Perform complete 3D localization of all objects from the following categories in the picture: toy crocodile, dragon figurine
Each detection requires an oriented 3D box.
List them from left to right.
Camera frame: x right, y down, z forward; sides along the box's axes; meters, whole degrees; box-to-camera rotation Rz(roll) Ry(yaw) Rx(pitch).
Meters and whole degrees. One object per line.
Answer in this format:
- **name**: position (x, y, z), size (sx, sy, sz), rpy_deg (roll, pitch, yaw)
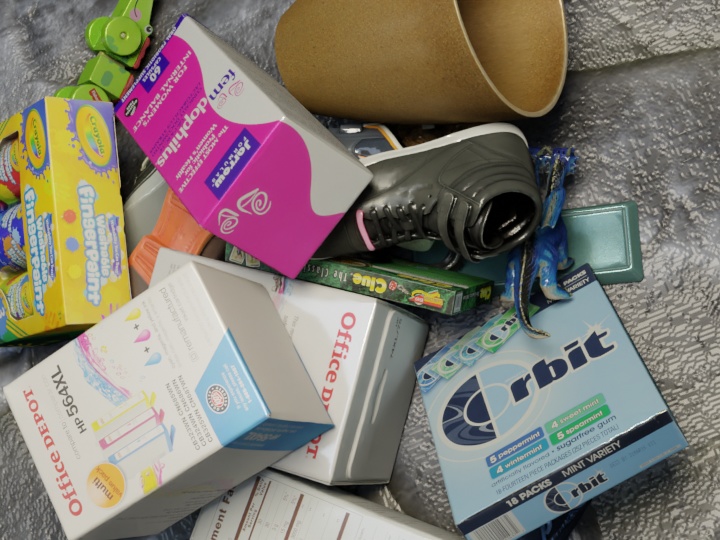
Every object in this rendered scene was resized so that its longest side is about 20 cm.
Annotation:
- **toy crocodile**: position (-0.249, -0.192, 1.180), size (0.067, 0.062, 0.201), rpy_deg (8, 72, 57)
- **dragon figurine**: position (0.135, -0.030, 0.944), size (0.059, 0.200, 0.100), rpy_deg (-1, 119, 21)

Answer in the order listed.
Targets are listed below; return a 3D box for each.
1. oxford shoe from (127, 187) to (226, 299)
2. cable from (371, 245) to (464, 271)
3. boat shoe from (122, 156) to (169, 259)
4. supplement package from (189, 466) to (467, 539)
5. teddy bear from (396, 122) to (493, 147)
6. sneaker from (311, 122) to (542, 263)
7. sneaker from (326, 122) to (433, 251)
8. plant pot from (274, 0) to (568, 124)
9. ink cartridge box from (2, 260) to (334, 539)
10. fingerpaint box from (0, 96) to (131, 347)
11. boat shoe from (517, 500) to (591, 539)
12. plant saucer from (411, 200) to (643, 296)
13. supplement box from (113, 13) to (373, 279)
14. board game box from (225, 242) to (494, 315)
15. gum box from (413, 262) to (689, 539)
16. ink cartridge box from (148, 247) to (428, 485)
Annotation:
- **oxford shoe**: position (-0.141, -0.047, 1.098), size (0.071, 0.073, 0.200), rpy_deg (38, 92, 19)
- **cable**: position (-0.009, -0.025, 1.050), size (0.199, 0.050, 0.098), rpy_deg (22, 85, 33)
- **boat shoe**: position (-0.170, -0.088, 1.129), size (0.200, 0.071, 0.064), rpy_deg (-51, 34, 11)
- **supplement package**: position (-0.026, 0.237, 0.968), size (0.199, 0.117, 0.118), rpy_deg (18, 84, 23)
- **teddy bear**: position (0.064, -0.160, 1.065), size (0.145, 0.067, 0.200), rpy_deg (-39, 75, 12)
- **sneaker**: position (0.045, -0.042, 0.900), size (0.199, 0.071, 0.099), rpy_deg (-21, 37, 0)
- **sneaker**: position (-0.016, -0.084, 1.019), size (0.199, 0.079, 0.080), rpy_deg (21, 71, 16)
- **plant pot**: position (0.034, -0.192, 0.960), size (0.199, 0.186, 0.188), rpy_deg (-11, 74, 34)
- **ink cartridge box**: position (-0.148, 0.106, 0.880), size (0.199, 0.125, 0.129), rpy_deg (-33, 72, 12)
- **fingerpaint box**: position (-0.287, -0.038, 1.097), size (0.166, 0.073, 0.201), rpy_deg (-13, 81, 47)
- **boat shoe**: position (0.149, 0.157, 0.951), size (0.084, 0.069, 0.201), rpy_deg (31, 89, 23)
- **plant saucer**: position (0.137, -0.016, 1.024), size (0.199, 0.019, 0.070), rpy_deg (-6, 76, 17)
- **supplement box**: position (-0.094, -0.098, 0.919), size (0.101, 0.103, 0.200), rpy_deg (-52, 44, 8)
- **board game box**: position (0.000, 0.000, 0.982), size (0.199, 0.105, 0.024), rpy_deg (13, 97, 22)
- **gum box**: position (0.136, 0.100, 0.921), size (0.169, 0.045, 0.200), rpy_deg (-31, 30, 11)
- **ink cartridge box**: position (-0.069, 0.082, 1.002), size (0.199, 0.146, 0.148), rpy_deg (13, 85, 22)
